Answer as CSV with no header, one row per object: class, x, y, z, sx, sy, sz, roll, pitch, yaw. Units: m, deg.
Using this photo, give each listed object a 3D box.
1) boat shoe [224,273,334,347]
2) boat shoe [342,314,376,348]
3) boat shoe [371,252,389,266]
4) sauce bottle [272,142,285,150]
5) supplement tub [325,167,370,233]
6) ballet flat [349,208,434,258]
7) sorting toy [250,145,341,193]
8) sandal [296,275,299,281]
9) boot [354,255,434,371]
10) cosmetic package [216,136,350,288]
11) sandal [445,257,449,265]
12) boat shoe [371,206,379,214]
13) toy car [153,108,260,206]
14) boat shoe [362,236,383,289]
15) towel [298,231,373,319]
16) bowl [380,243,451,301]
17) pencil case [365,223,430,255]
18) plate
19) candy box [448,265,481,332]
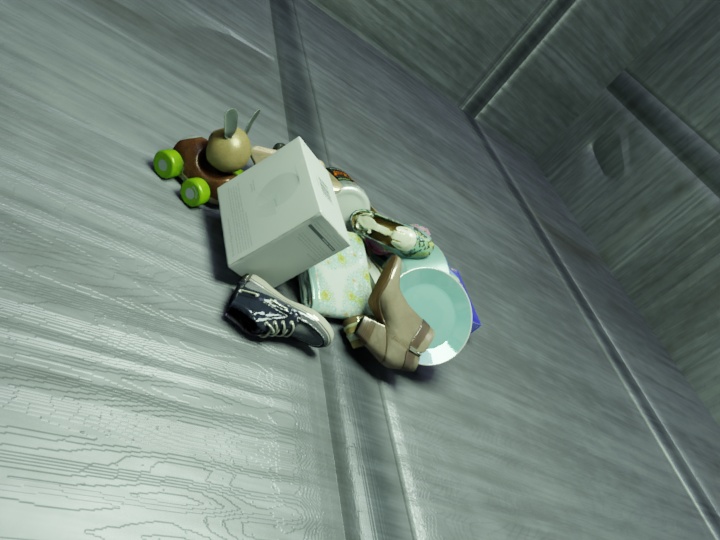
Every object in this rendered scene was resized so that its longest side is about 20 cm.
boat shoe,-0.145,0.095,0.979,0.199,0.075,0.093,32,37,-4
boat shoe,0.048,0.140,1.163,0.198,0.072,0.077,5,61,-38
boat shoe,0.036,-0.072,1.417,0.200,0.071,0.091,37,28,-25
sauce bottle,-0.205,-0.248,1.352,0.066,0.066,0.201,31,30,-19
supplement tub,-0.060,-0.172,1.335,0.122,0.123,0.200,25,15,-28
ballet flat,0.061,-0.079,1.203,0.198,0.075,0.074,20,24,18
sorting toy,-0.148,-0.217,1.228,0.183,0.037,0.200,9,23,-20
sandal,-0.086,-0.032,1.216,0.079,0.057,0.202,34,31,-13
boot,0.082,0.091,1.099,0.145,0.202,0.070,29,-9,-10
cosmetic package,-0.148,-0.102,1.051,0.123,0.198,0.201,46,21,-52
sandal,0.177,-0.059,1.563,0.200,0.080,0.087,48,25,6
boat shoe,-0.013,-0.197,1.516,0.071,0.065,0.201,-7,56,-54
toy car,-0.280,-0.248,1.116,0.158,0.200,0.164,45,29,5
boat shoe,0.000,0.000,1.278,0.068,0.075,0.201,4,42,-33
towel,-0.051,0.003,1.160,0.170,0.048,0.202,10,61,-38
bowl,0.107,0.036,1.259,0.104,0.202,0.202,0,46,-24
pencil case,0.094,-0.078,1.346,0.199,0.087,0.088,-2,51,-56
plate,0.136,0.094,1.156,0.200,0.201,0.026,38,-15,-7
candy box,0.199,0.062,1.427,0.168,0.077,0.201,25,33,-31
